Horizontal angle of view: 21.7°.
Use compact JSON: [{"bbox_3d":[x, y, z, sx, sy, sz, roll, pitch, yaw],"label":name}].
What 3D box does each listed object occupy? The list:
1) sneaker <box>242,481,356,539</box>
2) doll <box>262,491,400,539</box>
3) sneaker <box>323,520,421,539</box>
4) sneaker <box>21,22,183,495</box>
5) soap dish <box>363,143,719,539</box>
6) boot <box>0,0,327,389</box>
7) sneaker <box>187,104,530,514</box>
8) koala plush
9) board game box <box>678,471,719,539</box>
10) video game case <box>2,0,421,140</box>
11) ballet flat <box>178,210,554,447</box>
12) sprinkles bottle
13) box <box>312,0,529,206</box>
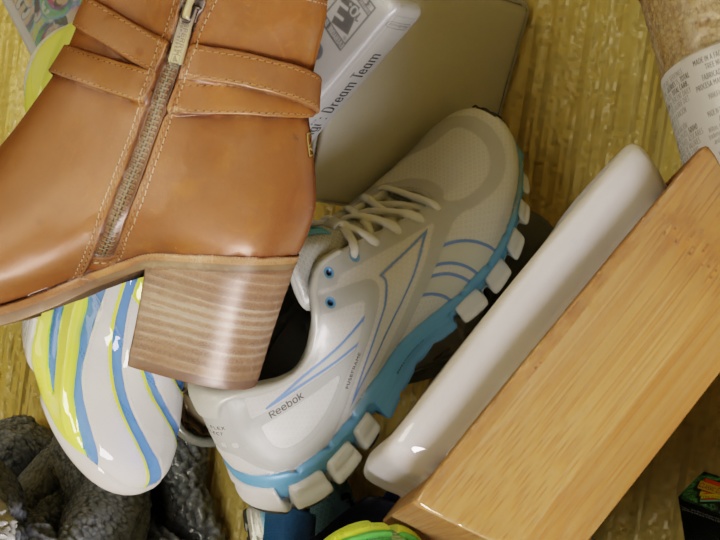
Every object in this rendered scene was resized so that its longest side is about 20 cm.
[{"bbox_3d":[0.008,0.151,0.887,0.089,0.078,0.202,-22,71,14],"label":"sneaker"},{"bbox_3d":[0.011,0.132,0.827,0.200,0.049,0.137,-42,67,-4],"label":"doll"},{"bbox_3d":[-0.005,0.195,0.748,0.083,0.073,0.202,36,116,53],"label":"sneaker"},{"bbox_3d":[-0.085,-0.009,0.776,0.104,0.075,0.202,-8,90,35],"label":"sneaker"},{"bbox_3d":[0.076,0.044,0.720,0.081,0.200,0.158,39,81,4],"label":"soap dish"},{"bbox_3d":[-0.111,-0.052,0.720,0.198,0.074,0.156,12,98,3],"label":"boot"},{"bbox_3d":[0.000,0.000,0.783,0.075,0.087,0.201,16,62,40],"label":"sneaker"},{"bbox_3d":[-0.186,0.140,0.953,0.177,0.199,0.185,-29,68,34],"label":"koala plush"},{"bbox_3d":[0.212,0.146,0.696,0.199,0.023,0.106,16,131,39],"label":"board game box"},{"bbox_3d":[-0.078,-0.124,0.834,0.182,0.024,0.201,-46,61,30],"label":"video game case"},{"bbox_3d":[0.000,0.032,0.856,0.198,0.064,0.068,-22,103,14],"label":"ballet flat"},{"bbox_3d":[0.159,-0.060,0.765,0.068,0.068,0.202,-24,71,36],"label":"sprinkles bottle"},{"bbox_3d":[-0.042,-0.107,0.902,0.199,0.127,0.110,23,102,39],"label":"box"}]
